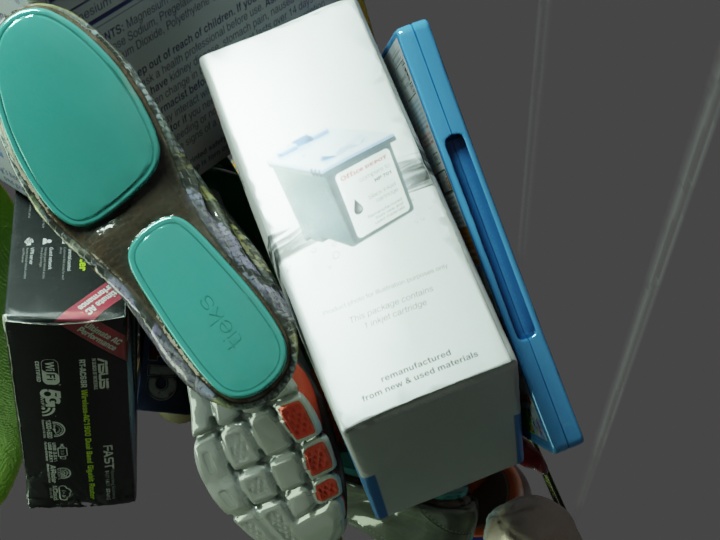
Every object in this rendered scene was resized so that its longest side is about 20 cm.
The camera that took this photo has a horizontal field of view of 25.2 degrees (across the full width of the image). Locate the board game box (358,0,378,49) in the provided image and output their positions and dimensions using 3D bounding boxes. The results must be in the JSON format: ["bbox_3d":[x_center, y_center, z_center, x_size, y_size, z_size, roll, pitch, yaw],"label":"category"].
[{"bbox_3d":[-0.042,-0.205,0.941,0.153,0.040,0.201,-116,6,-55],"label":"board game box"}]

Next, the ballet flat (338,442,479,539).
[{"bbox_3d":[-0.024,0.128,0.951,0.067,0.199,0.064,-15,-59,-58],"label":"ballet flat"}]

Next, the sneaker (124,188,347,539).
[{"bbox_3d":[-0.049,0.045,0.813,0.201,0.077,0.082,68,-154,-16],"label":"sneaker"}]

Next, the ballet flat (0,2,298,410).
[{"bbox_3d":[-0.097,-0.025,0.712,0.201,0.072,0.072,55,176,1],"label":"ballet flat"}]

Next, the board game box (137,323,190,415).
[{"bbox_3d":[-0.133,0.020,1.049,0.200,0.034,0.136,170,105,-76],"label":"board game box"}]

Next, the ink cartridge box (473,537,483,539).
[{"bbox_3d":[0.033,0.092,1.066,0.044,0.094,0.201,94,155,-82],"label":"ink cartridge box"}]

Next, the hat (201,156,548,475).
[{"bbox_3d":[0.000,0.000,0.909,0.166,0.175,0.201,-73,-34,-54],"label":"hat"}]

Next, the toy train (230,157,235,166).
[{"bbox_3d":[-0.063,-0.051,1.218,0.085,0.114,0.200,37,-156,-27],"label":"toy train"}]

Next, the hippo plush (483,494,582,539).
[{"bbox_3d":[0.058,0.220,0.870,0.200,0.160,0.160,79,169,-69],"label":"hippo plush"}]

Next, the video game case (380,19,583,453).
[{"bbox_3d":[0.053,-0.015,0.780,0.143,0.018,0.201,177,73,-86],"label":"video game case"}]

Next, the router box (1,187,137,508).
[{"bbox_3d":[-0.155,0.007,0.894,0.150,0.062,0.201,96,171,-45],"label":"router box"}]

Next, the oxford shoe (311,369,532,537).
[{"bbox_3d":[0.021,0.102,1.009,0.200,0.071,0.073,37,-176,24],"label":"oxford shoe"}]

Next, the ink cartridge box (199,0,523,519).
[{"bbox_3d":[0.003,-0.003,0.769,0.147,0.086,0.201,74,172,-65],"label":"ink cartridge box"}]

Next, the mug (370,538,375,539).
[{"bbox_3d":[0.051,0.273,1.158,0.200,0.147,0.176,-18,83,52],"label":"mug"}]

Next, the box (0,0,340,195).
[{"bbox_3d":[-0.112,-0.151,0.793,0.105,0.184,0.201,30,144,34],"label":"box"}]

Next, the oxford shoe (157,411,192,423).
[{"bbox_3d":[-0.107,0.037,1.124,0.201,0.070,0.075,-65,-1,30],"label":"oxford shoe"}]
